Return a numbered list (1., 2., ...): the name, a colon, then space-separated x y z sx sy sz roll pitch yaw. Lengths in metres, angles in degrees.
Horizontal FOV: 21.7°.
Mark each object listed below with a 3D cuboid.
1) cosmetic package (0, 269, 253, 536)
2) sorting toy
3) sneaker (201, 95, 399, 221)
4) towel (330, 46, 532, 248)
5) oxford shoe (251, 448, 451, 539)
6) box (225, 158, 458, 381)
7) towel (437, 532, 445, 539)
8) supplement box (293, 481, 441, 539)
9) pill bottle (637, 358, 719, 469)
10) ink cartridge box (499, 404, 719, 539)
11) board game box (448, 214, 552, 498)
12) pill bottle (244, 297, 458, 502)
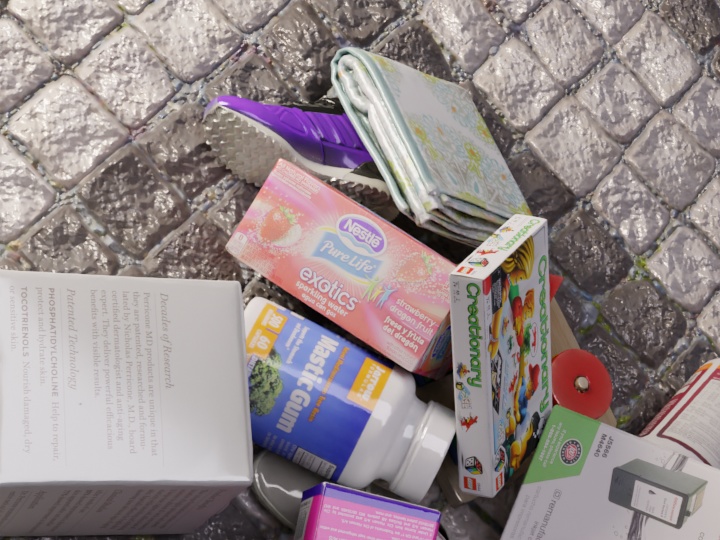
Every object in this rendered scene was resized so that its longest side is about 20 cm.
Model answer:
1. cosmetic package: -0.205 0.108 1.450 0.199 0.167 0.167 3 68 -23
2. sorting toy: 0.129 0.081 1.702 0.198 0.070 0.201 -21 80 -33
3. sneaker: -0.050 -0.121 1.699 0.199 0.070 0.100 26 53 -21
4. towel: 0.068 -0.108 1.710 0.171 0.048 0.201 17 41 -48
5. oxford shoe: -0.002 0.204 1.590 0.199 0.058 0.075 32 60 -11
6. box: 0.000 0.000 1.588 0.200 0.103 0.095 33 93 19
7. towel: 0.025 0.315 1.542 0.200 0.030 0.146 -43 91 -16
8. supplement box: -0.012 0.279 1.474 0.103 0.101 0.201 15 77 -8
9. pill bottle: 0.307 0.178 1.732 0.110 0.110 0.200 50 56 -1
10. ink cartridge box: 0.235 0.220 1.593 0.199 0.084 0.146 20 84 21
11. board game box: 0.118 0.070 1.550 0.126 0.034 0.201 -40 133 -51
12. pill bottle: -0.023 0.113 1.558 0.199 0.112 0.112 25 59 1
